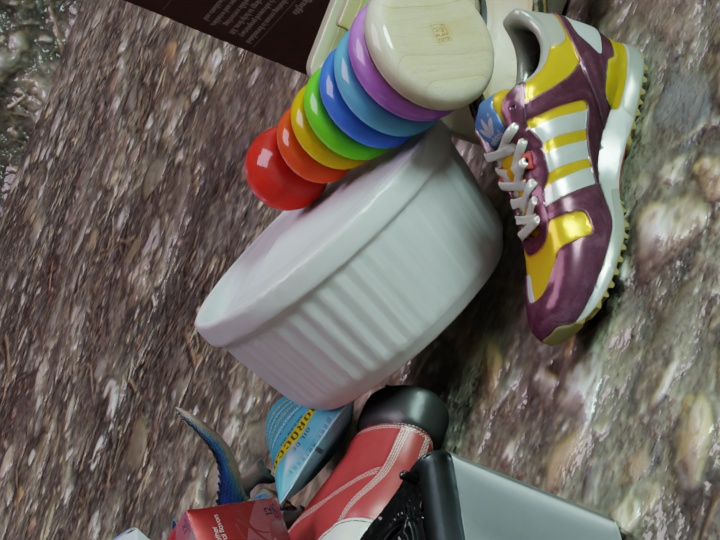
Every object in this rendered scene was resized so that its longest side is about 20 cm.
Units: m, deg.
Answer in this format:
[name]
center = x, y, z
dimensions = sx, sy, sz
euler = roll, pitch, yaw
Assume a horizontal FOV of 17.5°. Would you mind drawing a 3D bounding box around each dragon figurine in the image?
[dragon figurine]
center = -0.083, 0.179, 1.519
dimensions = 0.099, 0.200, 0.059
euler = -40, 42, -1

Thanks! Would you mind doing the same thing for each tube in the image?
[tube]
center = -0.033, 0.111, 1.519
dimensions = 0.077, 0.050, 0.200
euler = -61, 4, -2

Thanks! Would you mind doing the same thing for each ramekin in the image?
[ramekin]
center = 0.000, 0.000, 1.450
dimensions = 0.202, 0.094, 0.202
euler = -40, 12, 10

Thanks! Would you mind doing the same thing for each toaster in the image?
[toaster]
center = 0.043, 0.206, 1.149
dimensions = 0.181, 0.119, 0.200
euler = -58, 21, 29

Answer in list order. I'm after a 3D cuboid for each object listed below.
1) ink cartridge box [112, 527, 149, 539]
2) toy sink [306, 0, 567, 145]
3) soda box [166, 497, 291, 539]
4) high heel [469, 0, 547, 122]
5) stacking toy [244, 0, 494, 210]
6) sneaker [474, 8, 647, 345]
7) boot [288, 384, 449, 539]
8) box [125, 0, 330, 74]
[ink cartridge box]
center = -0.104, 0.275, 1.432
dimensions = 0.076, 0.200, 0.136
euler = -33, 32, 18
[toy sink]
center = 0.043, -0.168, 1.577
dimensions = 0.130, 0.112, 0.200
euler = -68, 18, 3
[soda box]
center = -0.056, 0.236, 1.361
dimensions = 0.070, 0.063, 0.200
euler = -55, 50, 47
[high heel]
center = 0.077, -0.176, 1.399
dimensions = 0.143, 0.071, 0.200
euler = -73, -32, -69
[stacking toy]
center = -0.005, -0.095, 1.408
dimensions = 0.200, 0.085, 0.085
euler = -38, 35, 50
[sneaker]
center = 0.101, -0.054, 1.314
dimensions = 0.075, 0.090, 0.200
euler = -43, 31, 54
[boot]
center = -0.008, 0.152, 1.458
dimensions = 0.200, 0.072, 0.144
euler = -46, 22, 53
[box]
center = -0.063, -0.282, 1.870
dimensions = 0.166, 0.200, 0.164
euler = -38, 36, 58
